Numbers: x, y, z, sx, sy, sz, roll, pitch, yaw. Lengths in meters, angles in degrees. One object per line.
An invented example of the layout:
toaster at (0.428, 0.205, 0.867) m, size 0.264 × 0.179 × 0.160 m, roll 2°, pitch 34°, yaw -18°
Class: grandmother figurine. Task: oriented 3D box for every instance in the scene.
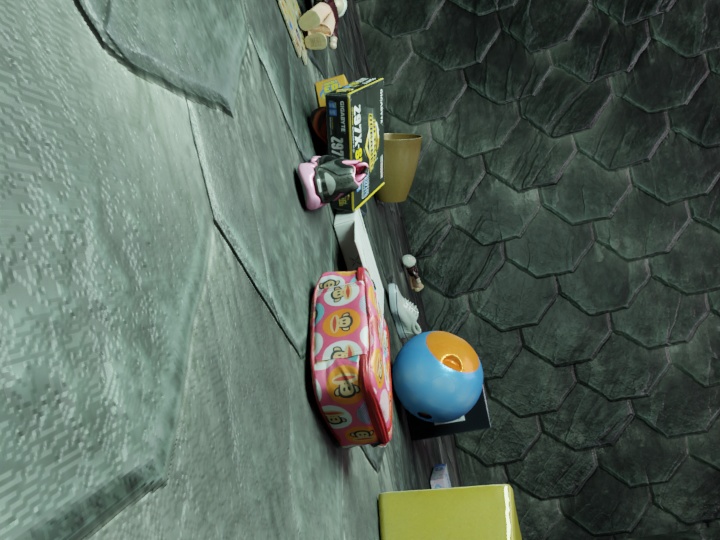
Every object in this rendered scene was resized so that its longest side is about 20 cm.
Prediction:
grandmother figurine at (-0.066, -0.500, 1.077) m, size 0.200 × 0.060 × 0.121 m, roll -74°, pitch 162°, yaw -45°
grandmother figurine at (0.216, 0.008, 2.272) m, size 0.121 × 0.061 × 0.200 m, roll 49°, pitch -10°, yaw 41°

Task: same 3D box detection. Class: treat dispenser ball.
treat dispenser ball at (0.171, 0.235, 1.215) m, size 0.201 × 0.201 × 0.201 m, roll -13°, pitch 90°, yaw -81°

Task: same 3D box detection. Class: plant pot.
plant pot at (0.099, -0.319, 1.708) m, size 0.186 × 0.186 × 0.200 m, roll -77°, pitch 167°, yaw -70°
plant pot at (0.135, 0.445, 0.763) m, size 0.200 × 0.194 × 0.196 m, roll -84°, pitch 160°, yaw -51°

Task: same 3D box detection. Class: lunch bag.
lunch bag at (-0.006, 0.115, 0.685) m, size 0.200 × 0.082 × 0.176 m, roll -91°, pitch 170°, yaw -47°

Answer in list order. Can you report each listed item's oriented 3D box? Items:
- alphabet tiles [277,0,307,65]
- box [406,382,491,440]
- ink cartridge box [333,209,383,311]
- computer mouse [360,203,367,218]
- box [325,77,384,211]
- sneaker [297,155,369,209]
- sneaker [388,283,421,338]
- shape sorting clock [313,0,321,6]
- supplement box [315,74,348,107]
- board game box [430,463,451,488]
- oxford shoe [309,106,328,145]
alphabet tiles at (-0.128, -0.476, 0.960) m, size 0.200 × 0.006 × 0.167 m, roll 68°, pitch 12°, yaw -48°
box at (0.226, 0.351, 1.417) m, size 0.200 × 0.196 × 0.118 m, roll 26°, pitch 53°, yaw -79°
ink cartridge box at (0.000, 0.000, 0.974) m, size 0.176 × 0.045 × 0.200 m, roll -87°, pitch 162°, yaw -62°
computer mouse at (-0.028, -0.191, 1.140) m, size 0.059 × 0.034 × 0.200 m, roll 31°, pitch 39°, yaw -55°
box at (-0.004, -0.226, 0.968) m, size 0.160 × 0.049 × 0.200 m, roll -47°, pitch 142°, yaw -54°
sneaker at (-0.031, -0.140, 0.818) m, size 0.200 × 0.095 × 0.079 m, roll -80°, pitch 154°, yaw -72°
sneaker at (0.123, 0.108, 1.517) m, size 0.073 × 0.071 × 0.200 m, roll -93°, pitch 167°, yaw -47°
shape sorting clock at (-0.087, -0.646, 1.189) m, size 0.200 × 0.039 × 0.200 m, roll -174°, pitch -90°, yaw -76°
supplement box at (-0.035, -0.327, 1.149) m, size 0.200 × 0.066 × 0.069 m, roll 44°, pitch 35°, yaw -76°
board game box at (0.245, 0.681, 1.571) m, size 0.199 × 0.043 × 0.200 m, roll 39°, pitch 40°, yaw -77°
oxford shoe at (-0.054, -0.269, 1.007) m, size 0.071 × 0.072 × 0.200 m, roll -67°, pitch 164°, yaw 13°
